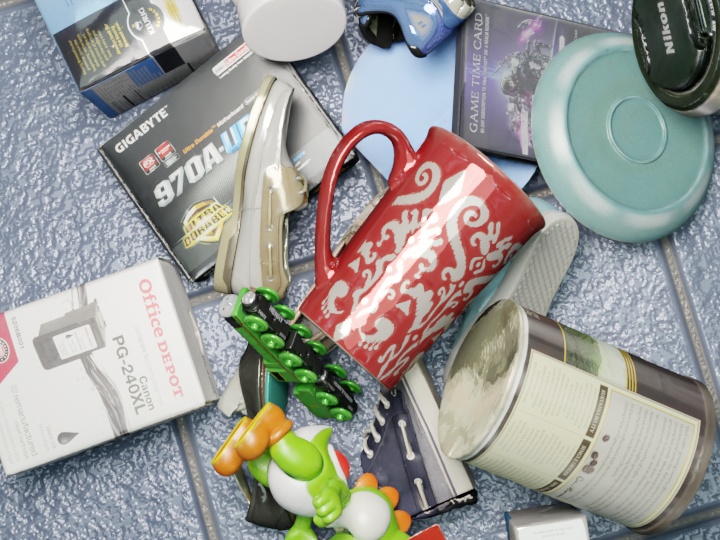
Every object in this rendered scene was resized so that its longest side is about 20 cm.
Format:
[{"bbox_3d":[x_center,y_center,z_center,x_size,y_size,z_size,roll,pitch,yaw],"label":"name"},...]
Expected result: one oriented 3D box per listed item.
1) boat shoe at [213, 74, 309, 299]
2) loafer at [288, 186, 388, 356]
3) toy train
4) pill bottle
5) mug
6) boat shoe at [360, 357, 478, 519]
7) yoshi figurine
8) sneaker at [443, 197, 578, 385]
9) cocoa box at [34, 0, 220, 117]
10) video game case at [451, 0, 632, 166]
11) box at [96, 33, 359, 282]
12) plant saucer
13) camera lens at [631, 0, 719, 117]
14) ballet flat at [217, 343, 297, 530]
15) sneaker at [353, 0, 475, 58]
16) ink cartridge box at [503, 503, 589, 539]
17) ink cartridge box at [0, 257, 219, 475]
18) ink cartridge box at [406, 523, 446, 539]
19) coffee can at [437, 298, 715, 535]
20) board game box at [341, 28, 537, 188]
[{"bbox_3d":[-0.079,-0.072,1.228,0.068,0.075,0.202,13,103,5],"label":"boat shoe"},{"bbox_3d":[0.000,0.000,1.265,0.072,0.063,0.201,39,98,10],"label":"loafer"},{"bbox_3d":[-0.062,0.076,1.222,0.056,0.200,0.042,1,57,33],"label":"toy train"},{"bbox_3d":[-0.073,-0.302,1.246,0.112,0.114,0.202,-11,62,1],"label":"pill bottle"},{"bbox_3d":[0.033,-0.020,1.195,0.177,0.133,0.200,39,87,14],"label":"mug"},{"bbox_3d":[0.031,0.139,1.264,0.092,0.075,0.202,-24,85,6],"label":"boat shoe"},{"bbox_3d":[-0.041,0.218,1.202,0.200,0.113,0.112,40,104,-9],"label":"yoshi figurine"},{"bbox_3d":[0.130,0.022,1.282,0.073,0.082,0.201,23,104,-37],"label":"sneaker"},{"bbox_3d":[-0.234,-0.267,1.271,0.130,0.133,0.202,-26,86,0],"label":"cocoa box"},{"bbox_3d":[0.179,-0.166,1.264,0.198,0.019,0.145,8,77,-19],"label":"video game case"},{"bbox_3d":[-0.124,-0.110,1.290,0.199,0.046,0.160,-36,86,6],"label":"box"},{"bbox_3d":[0.251,-0.128,1.262,0.198,0.027,0.203,5,77,-21],"label":"plant saucer"},{"bbox_3d":[0.355,-0.226,1.216,0.198,0.160,0.162,-10,85,-20],"label":"camera lens"},{"bbox_3d":[-0.097,0.144,1.273,0.068,0.068,0.203,-7,86,13],"label":"ballet flat"},{"bbox_3d":[0.016,-0.262,1.260,0.089,0.078,0.200,-52,47,10],"label":"sneaker"},{"bbox_3d":[0.180,0.319,1.226,0.067,0.116,0.203,-8,87,1],"label":"ink cartridge box"},{"bbox_3d":[-0.249,0.088,1.270,0.198,0.083,0.147,-20,85,0],"label":"ink cartridge box"},{"bbox_3d":[0.039,0.332,1.205,0.161,0.201,0.050,-27,41,-1],"label":"ink cartridge box"},{"bbox_3d":[0.188,0.129,1.197,0.198,0.146,0.148,23,87,-15],"label":"coffee can"},{"bbox_3d":[0.080,-0.143,1.303,0.158,0.039,0.200,-45,83,5],"label":"board game box"}]
